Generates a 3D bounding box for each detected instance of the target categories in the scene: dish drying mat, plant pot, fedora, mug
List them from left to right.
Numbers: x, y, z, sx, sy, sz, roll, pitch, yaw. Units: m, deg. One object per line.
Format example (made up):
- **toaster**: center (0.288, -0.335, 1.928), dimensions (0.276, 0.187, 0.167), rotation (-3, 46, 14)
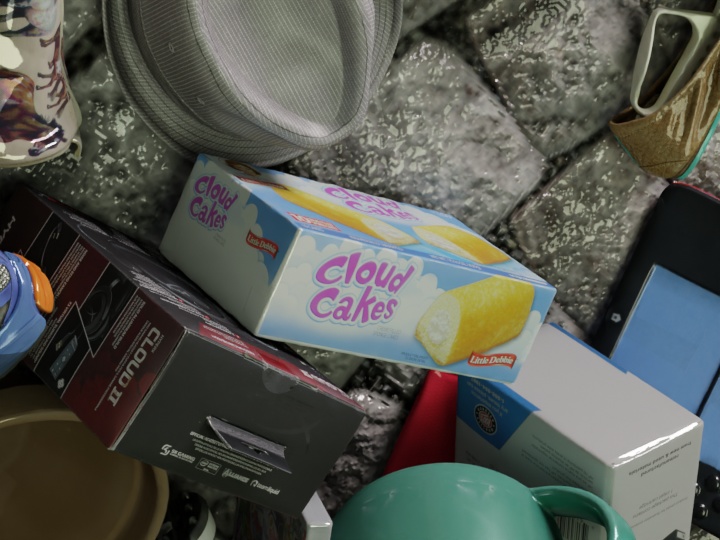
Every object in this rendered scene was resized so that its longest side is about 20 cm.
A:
- **plant pot**: center (-0.217, 0.124, 1.074), dimensions (0.200, 0.093, 0.201), rotation (-18, 138, -17)
- **fedora**: center (-0.048, -0.134, 1.042), dimensions (0.176, 0.090, 0.200), rotation (-27, 121, -9)
- **dish drying mat**: center (0.042, 0.157, 1.260), dimensions (0.077, 0.018, 0.201), rotation (15, 107, -28)
- **mug**: center (0.065, 0.187, 1.126), dimensions (0.184, 0.115, 0.152), rotation (-3, 134, -2)

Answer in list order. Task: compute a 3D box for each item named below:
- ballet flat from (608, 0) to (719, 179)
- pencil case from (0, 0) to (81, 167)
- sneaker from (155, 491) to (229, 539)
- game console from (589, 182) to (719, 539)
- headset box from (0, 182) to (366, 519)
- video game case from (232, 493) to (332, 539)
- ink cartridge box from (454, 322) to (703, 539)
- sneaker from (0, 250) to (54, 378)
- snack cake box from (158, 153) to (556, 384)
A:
- **ballet flat**: center (0.219, -0.153, 1.174), dimensions (0.072, 0.068, 0.200), rotation (29, 104, -12)
- **pencil case**: center (-0.188, -0.153, 0.981), dimensions (0.089, 0.078, 0.201), rotation (0, 114, -2)
- **sneaker**: center (-0.152, 0.225, 1.170), dimensions (0.200, 0.067, 0.091), rotation (-37, 122, 7)
- **game console**: center (0.238, 0.066, 1.230), dimensions (0.176, 0.031, 0.201), rotation (27, 102, 13)
- **headset box**: center (-0.104, 0.048, 1.020), dimensions (0.149, 0.200, 0.077), rotation (28, 98, -47)
- **video game case**: center (-0.057, 0.207, 1.167), dimensions (0.018, 0.143, 0.201), rotation (1, 113, -19)
- **ink cartridge box**: center (0.133, 0.158, 1.209), dimensions (0.084, 0.144, 0.201), rotation (-20, 127, -31)
- **sneaker**: center (-0.250, 0.055, 0.954), dimensions (0.200, 0.075, 0.078), rotation (-49, 139, -8)
- **snack cake box**: center (0.000, 0.000, 1.091), dimensions (0.200, 0.115, 0.067), rotation (12, 108, -40)
